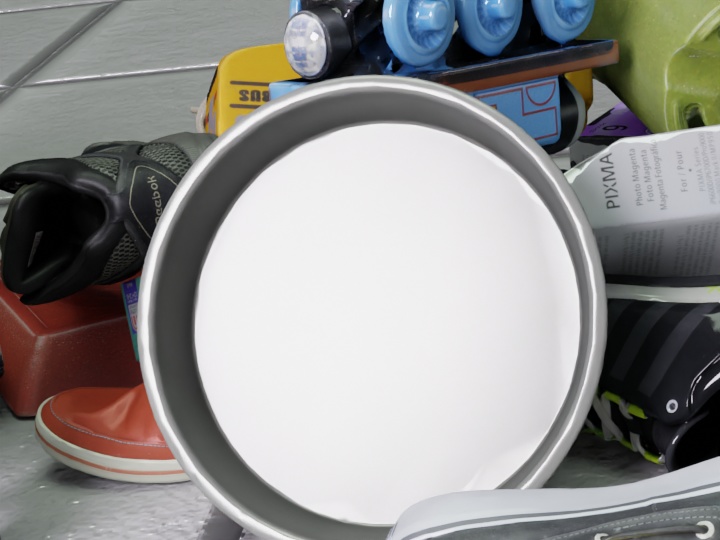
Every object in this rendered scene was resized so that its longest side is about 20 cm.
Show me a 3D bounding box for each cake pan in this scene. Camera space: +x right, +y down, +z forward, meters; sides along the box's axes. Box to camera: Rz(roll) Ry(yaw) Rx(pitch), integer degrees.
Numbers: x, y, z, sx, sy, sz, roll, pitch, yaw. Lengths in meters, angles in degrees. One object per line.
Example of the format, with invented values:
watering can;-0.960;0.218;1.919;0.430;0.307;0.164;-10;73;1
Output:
cake pan;0.006;0.021;0.842;0.198;0.203;0.037;-4;-7;12

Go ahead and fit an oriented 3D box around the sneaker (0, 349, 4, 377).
sneaker;-0.250;-0.008;1.015;0.077;0.200;0.087;-28;43;17

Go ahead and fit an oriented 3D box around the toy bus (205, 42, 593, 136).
toy bus;0.020;-0.079;1.055;0.198;0.079;0.065;2;-13;-10

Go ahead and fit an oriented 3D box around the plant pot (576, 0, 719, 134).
plant pot;0.190;-0.140;1.065;0.198;0.202;0.191;-9;36;-5

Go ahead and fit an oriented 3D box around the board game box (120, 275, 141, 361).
board game box;0.000;0.000;1.012;0.198;0.045;0.152;-10;-3;-30

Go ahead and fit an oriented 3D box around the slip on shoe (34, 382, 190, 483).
slip on shoe;-0.059;0.059;0.937;0.198;0.062;0.074;-4;20;17

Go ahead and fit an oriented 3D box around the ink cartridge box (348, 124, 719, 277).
ink cartridge box;0.097;-0.005;0.942;0.198;0.058;0.163;-3;-23;3

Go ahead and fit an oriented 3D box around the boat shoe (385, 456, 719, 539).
boat shoe;0.106;0.111;0.720;0.198;0.069;0.057;-7;36;6

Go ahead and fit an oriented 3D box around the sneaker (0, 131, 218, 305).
sneaker;-0.150;-0.026;1.038;0.113;0.077;0.199;-11;3;-29

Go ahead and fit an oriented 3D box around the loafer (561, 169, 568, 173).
loafer;0.101;-0.026;1.124;0.199;0.073;0.063;4;16;40

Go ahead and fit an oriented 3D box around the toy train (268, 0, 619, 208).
toy train;0.041;-0.092;0.952;0.086;0.116;0.199;8;16;42

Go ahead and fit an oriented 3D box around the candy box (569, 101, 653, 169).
candy box;0.247;-0.067;1.175;0.198;0.072;0.167;4;22;32

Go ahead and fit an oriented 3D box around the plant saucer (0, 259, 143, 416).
plant saucer;-0.125;0.014;1.144;0.198;0.037;0.200;-14;20;-20

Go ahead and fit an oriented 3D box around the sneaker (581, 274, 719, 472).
sneaker;0.128;0.049;0.870;0.198;0.072;0.083;-11;39;32

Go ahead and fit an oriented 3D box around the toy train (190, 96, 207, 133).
toy train;-0.088;-0.051;1.155;0.115;0.085;0.199;-32;28;-26
